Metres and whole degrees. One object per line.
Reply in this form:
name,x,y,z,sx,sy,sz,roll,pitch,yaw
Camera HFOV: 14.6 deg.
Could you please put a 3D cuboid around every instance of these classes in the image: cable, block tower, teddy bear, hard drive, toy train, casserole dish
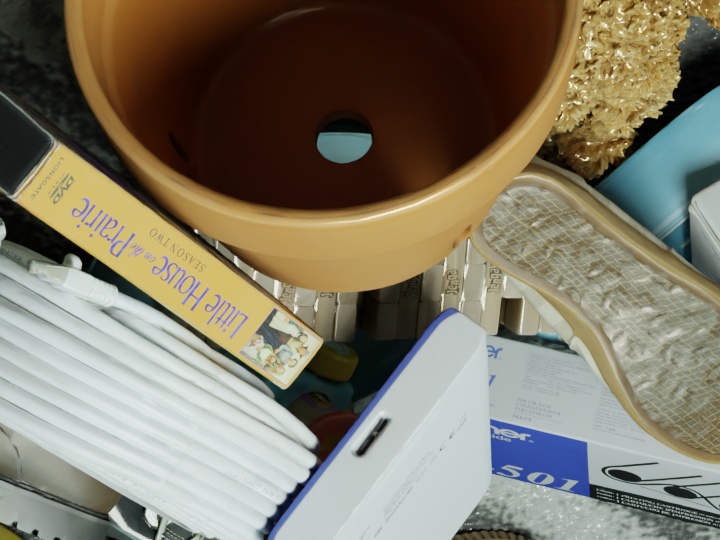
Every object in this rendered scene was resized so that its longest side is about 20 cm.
cable,-0.110,0.050,1.190,0.200,0.200,0.069,33,82,-18
block tower,0.000,0.000,1.260,0.199,0.054,0.058,0,104,-22
teddy bear,0.113,-0.104,1.239,0.145,0.067,0.200,15,129,-38
hard drive,0.012,0.106,1.258,0.132,0.025,0.200,-52,164,-16
toy train,-0.035,0.120,1.349,0.150,0.056,0.200,-37,135,-15
casserole dish,0.151,-0.022,1.342,0.200,0.039,0.121,-41,155,22

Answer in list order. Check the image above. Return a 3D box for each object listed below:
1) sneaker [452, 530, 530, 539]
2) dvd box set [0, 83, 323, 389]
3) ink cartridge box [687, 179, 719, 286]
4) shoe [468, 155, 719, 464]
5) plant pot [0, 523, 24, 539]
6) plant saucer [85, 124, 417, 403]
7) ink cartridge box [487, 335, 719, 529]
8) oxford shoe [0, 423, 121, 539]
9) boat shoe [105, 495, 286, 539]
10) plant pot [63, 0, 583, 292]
sneaker,0.002,0.200,1.525,0.199,0.071,0.113,1,132,-28
dvd box set,-0.113,-0.034,1.095,0.029,0.146,0.200,-51,145,0
ink cartridge box,0.238,0.000,1.339,0.145,0.084,0.200,-30,158,-4
shoe,0.117,0.011,1.251,0.070,0.053,0.200,-41,117,10
plant pot,-0.270,0.192,1.319,0.200,0.200,0.177,-30,127,10
plant saucer,-0.039,0.000,1.320,0.199,0.027,0.201,-12,139,-10
ink cartridge box,0.125,0.080,1.352,0.199,0.044,0.094,13,161,10
oxford shoe,-0.193,0.058,1.297,0.200,0.073,0.085,26,87,-30
boat shoe,-0.092,0.122,1.403,0.200,0.068,0.072,17,129,-34
plant pot,-0.009,-0.081,1.132,0.199,0.201,0.140,-18,156,-3
